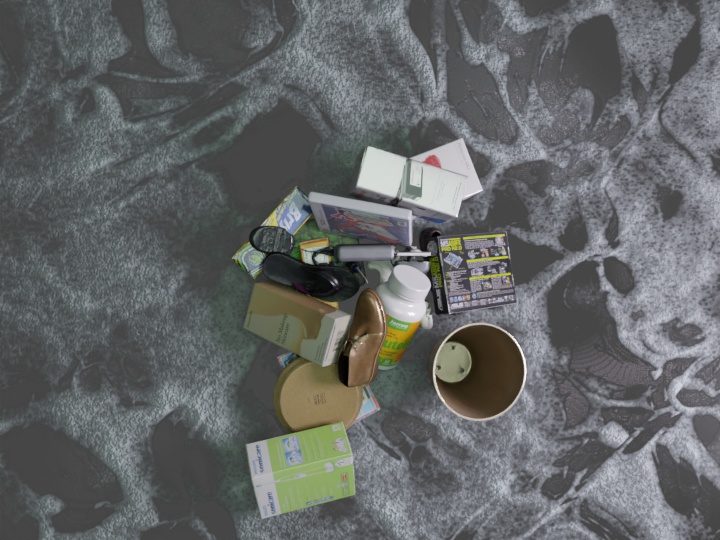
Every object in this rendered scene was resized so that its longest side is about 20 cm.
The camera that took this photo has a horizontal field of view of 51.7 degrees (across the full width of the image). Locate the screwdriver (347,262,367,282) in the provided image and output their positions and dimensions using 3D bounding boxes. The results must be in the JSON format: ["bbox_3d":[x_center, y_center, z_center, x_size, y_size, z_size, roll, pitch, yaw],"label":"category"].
[{"bbox_3d":[0.000,0.000,1.485,0.029,0.200,0.028,-39,104,-5],"label":"screwdriver"}]

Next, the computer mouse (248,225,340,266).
[{"bbox_3d":[-0.126,-0.047,1.484,0.199,0.034,0.059,15,92,-17],"label":"computer mouse"}]

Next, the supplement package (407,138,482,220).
[{"bbox_3d":[0.131,-0.179,1.556,0.199,0.120,0.122,-22,91,-9],"label":"supplement package"}]

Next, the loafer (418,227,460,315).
[{"bbox_3d":[0.178,0.003,1.588,0.072,0.063,0.201,-22,92,-10],"label":"loafer"}]

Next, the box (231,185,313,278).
[{"bbox_3d":[-0.175,-0.078,1.522,0.064,0.070,0.200,41,85,-7],"label":"box"}]

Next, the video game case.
[{"bbox_3d":[0.004,-0.097,1.473,0.199,0.182,0.023,11,75,7],"label":"video game case"}]

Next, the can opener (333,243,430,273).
[{"bbox_3d":[0.047,-0.020,1.490,0.199,0.053,0.067,-2,96,-13],"label":"can opener"}]

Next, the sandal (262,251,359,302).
[{"bbox_3d":[-0.097,0.021,1.464,0.199,0.048,0.076,15,110,-13],"label":"sandal"}]

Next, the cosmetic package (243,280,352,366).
[{"bbox_3d":[-0.126,0.102,1.474,0.199,0.071,0.106,20,103,25],"label":"cosmetic package"}]

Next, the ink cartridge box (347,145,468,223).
[{"bbox_3d":[0.085,-0.161,1.415,0.199,0.145,0.085,16,87,-6],"label":"ink cartridge box"}]

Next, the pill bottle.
[{"bbox_3d":[0.065,0.092,1.499,0.111,0.111,0.201,20,120,-8],"label":"pill bottle"}]

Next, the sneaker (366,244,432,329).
[{"bbox_3d":[0.086,0.043,1.573,0.081,0.075,0.201,-31,85,-1],"label":"sneaker"}]

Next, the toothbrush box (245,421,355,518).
[{"bbox_3d":[-0.117,0.399,1.483,0.199,0.086,0.146,-13,132,-10],"label":"toothbrush box"}]

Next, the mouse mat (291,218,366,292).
[{"bbox_3d":[-0.095,-0.029,1.573,0.199,0.008,0.162,-12,90,-9],"label":"mouse mat"}]

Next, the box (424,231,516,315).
[{"bbox_3d":[0.235,0.003,1.565,0.199,0.044,0.161,-6,86,-34],"label":"box"}]

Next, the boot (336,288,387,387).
[{"bbox_3d":[0.000,0.135,1.441,0.075,0.073,0.201,-10,112,-46],"label":"boot"}]

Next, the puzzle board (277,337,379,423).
[{"bbox_3d":[-0.066,0.239,1.566,0.150,0.017,0.201,-26,93,-9],"label":"puzzle board"}]

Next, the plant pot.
[{"bbox_3d":[0.215,0.197,1.520,0.186,0.200,0.189,0,88,-9],"label":"plant pot"}]

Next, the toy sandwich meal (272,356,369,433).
[{"bbox_3d":[-0.084,0.248,1.525,0.204,0.070,0.206,-1,99,-9],"label":"toy sandwich meal"}]

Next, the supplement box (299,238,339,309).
[{"bbox_3d":[-0.083,0.037,1.536,0.068,0.067,0.201,-7,88,-5],"label":"supplement box"}]
